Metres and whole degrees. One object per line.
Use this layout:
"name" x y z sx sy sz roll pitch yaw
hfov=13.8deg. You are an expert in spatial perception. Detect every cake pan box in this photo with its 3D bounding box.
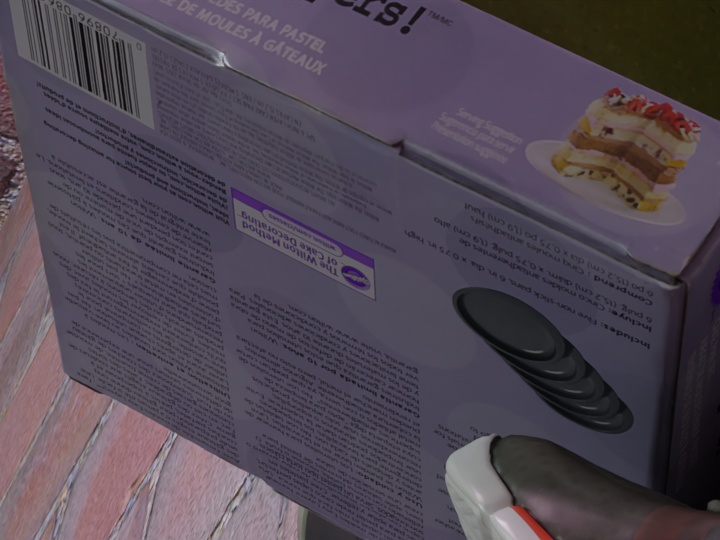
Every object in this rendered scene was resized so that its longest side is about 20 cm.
"cake pan box" 0.000 0.000 0.738 0.052 0.199 0.185 -51 -24 -30

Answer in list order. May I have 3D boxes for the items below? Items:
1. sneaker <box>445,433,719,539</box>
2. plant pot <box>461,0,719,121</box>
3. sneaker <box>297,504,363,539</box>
"sneaker" 0.099 0.084 0.608 0.082 0.077 0.200 -39 48 -16
"plant pot" 0.052 -0.046 0.838 0.200 0.190 0.200 -36 27 21
"sneaker" 0.018 0.160 0.904 0.106 0.074 0.201 -96 -6 -66
